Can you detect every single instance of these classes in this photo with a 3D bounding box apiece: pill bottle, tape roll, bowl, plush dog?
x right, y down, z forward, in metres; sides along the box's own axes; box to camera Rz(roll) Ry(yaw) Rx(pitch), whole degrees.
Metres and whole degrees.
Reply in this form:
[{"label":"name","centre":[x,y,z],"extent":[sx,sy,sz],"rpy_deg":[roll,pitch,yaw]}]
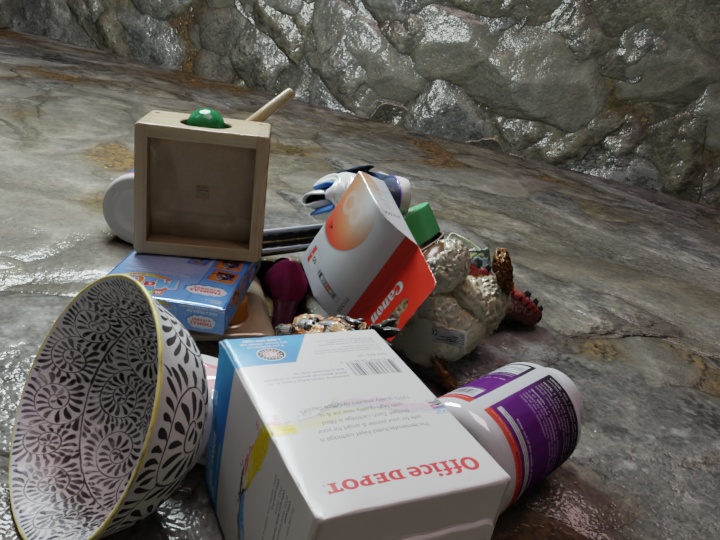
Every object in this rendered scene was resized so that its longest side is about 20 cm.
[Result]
[{"label":"pill bottle","centre":[-0.333,-0.124,1.058],"extent":[0.111,0.114,0.200],"rpy_deg":[12,21,-3]},{"label":"tape roll","centre":[0.023,-0.040,0.983],"extent":[0.198,0.049,0.200],"rpy_deg":[-25,7,3]},{"label":"bowl","centre":[-0.178,0.114,0.500],"extent":[0.094,0.202,0.200],"rpy_deg":[26,6,-45]},{"label":"plush dog","centre":[0.130,0.057,0.840],"extent":[0.171,0.200,0.161],"rpy_deg":[-19,70,-39]},{"label":"pill bottle","centre":[0.141,0.157,0.628],"extent":[0.112,0.114,0.199],"rpy_deg":[29,26,36]}]

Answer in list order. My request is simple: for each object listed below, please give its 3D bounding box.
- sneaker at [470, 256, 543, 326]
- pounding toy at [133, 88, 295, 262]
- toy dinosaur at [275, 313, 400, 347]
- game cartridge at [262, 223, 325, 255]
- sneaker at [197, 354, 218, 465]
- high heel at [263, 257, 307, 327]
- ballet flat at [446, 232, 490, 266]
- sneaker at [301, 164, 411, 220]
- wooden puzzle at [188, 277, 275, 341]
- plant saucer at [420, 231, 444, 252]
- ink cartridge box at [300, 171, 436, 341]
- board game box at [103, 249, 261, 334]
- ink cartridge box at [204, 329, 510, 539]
[{"label":"sneaker","centre":[0.198,0.052,0.987],"extent":[0.199,0.099,0.071],"rpy_deg":[28,-2,-31]},{"label":"pounding toy","centre":[-0.182,-0.134,0.824],"extent":[0.181,0.203,0.142],"rpy_deg":[5,21,-9]},{"label":"toy dinosaur","centre":[-0.036,0.079,0.698],"extent":[0.134,0.103,0.200],"rpy_deg":[21,6,-24]},{"label":"game cartridge","centre":[-0.130,-0.043,0.989],"extent":[0.198,0.041,0.133],"rpy_deg":[-8,4,-24]},{"label":"sneaker","centre":[-0.093,0.139,0.594],"extent":[0.197,0.076,0.105],"rpy_deg":[10,23,-1]},{"label":"high heel","centre":[-0.099,-0.002,0.909],"extent":[0.066,0.097,0.200],"rpy_deg":[7,22,-13]},{"label":"ballet flat","centre":[0.145,-0.041,1.180],"extent":[0.197,0.075,0.074],"rpy_deg":[15,21,-2]},{"label":"sneaker","centre":[-0.023,-0.111,0.962],"extent":[0.144,0.082,0.200],"rpy_deg":[0,4,-19]},{"label":"wooden puzzle","centre":[-0.214,0.031,0.829],"extent":[0.197,0.047,0.186],"rpy_deg":[6,22,-19]},{"label":"plant saucer","centre":[0.040,0.001,0.949],"extent":[0.198,0.037,0.200],"rpy_deg":[-26,7,3]},{"label":"ink cartridge box","centre":[0.000,0.000,0.802],"extent":[0.050,0.163,0.201],"rpy_deg":[17,34,-32]},{"label":"board game box","centre":[-0.214,0.008,0.785],"extent":[0.149,0.037,0.200],"rpy_deg":[9,21,1]},{"label":"ink cartridge box","centre":[-0.019,0.159,0.484],"extent":[0.145,0.146,0.200],"rpy_deg":[0,24,-28]}]
